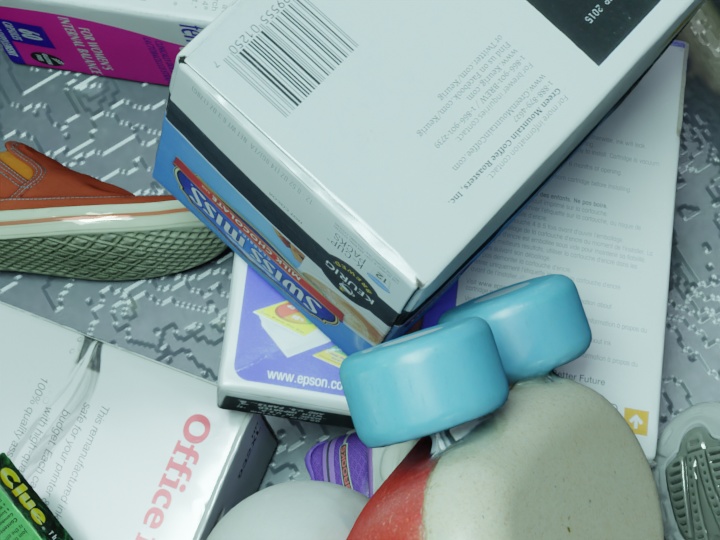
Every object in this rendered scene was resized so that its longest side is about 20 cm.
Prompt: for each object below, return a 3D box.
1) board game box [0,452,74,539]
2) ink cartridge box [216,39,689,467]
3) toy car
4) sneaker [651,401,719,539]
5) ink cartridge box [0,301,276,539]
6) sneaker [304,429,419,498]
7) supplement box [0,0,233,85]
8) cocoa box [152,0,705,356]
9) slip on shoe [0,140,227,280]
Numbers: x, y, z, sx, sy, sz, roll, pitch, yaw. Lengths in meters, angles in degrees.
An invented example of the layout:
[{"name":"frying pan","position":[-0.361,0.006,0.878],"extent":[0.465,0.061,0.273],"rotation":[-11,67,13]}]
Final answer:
[{"name":"board game box","position":[-0.191,0.177,0.981],"extent":[0.200,0.023,0.105],"rotation":[-40,86,23]},{"name":"ink cartridge box","position":[0.044,-0.022,1.009],"extent":[0.197,0.043,0.201],"rotation":[10,73,-8]},{"name":"toy car","position":[0.008,0.122,0.917],"extent":[0.199,0.177,0.185],"rotation":[-17,93,28]},{"name":"sneaker","position":[0.194,0.155,0.984],"extent":[0.099,0.078,0.201],"rotation":[2,79,-40]},{"name":"ink cartridge box","position":[-0.158,0.099,1.040],"extent":[0.199,0.084,0.146],"rotation":[20,77,12]},{"name":"sneaker","position":[0.003,0.171,1.019],"extent":[0.083,0.081,0.201],"rotation":[-6,75,35]},{"name":"supplement box","position":[-0.078,-0.150,1.097],"extent":[0.199,0.101,0.104],"rotation":[8,75,9]},{"name":"cocoa box","position":[0.030,-0.083,0.932],"extent":[0.133,0.131,0.200],"rotation":[42,71,4]},{"name":"slip on shoe","position":[-0.159,-0.033,1.089],"extent":[0.199,0.074,0.061],"rotation":[3,71,12]}]
